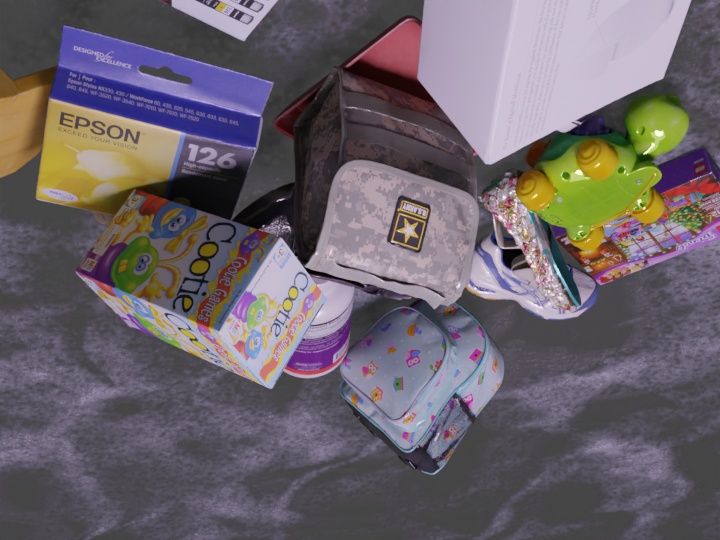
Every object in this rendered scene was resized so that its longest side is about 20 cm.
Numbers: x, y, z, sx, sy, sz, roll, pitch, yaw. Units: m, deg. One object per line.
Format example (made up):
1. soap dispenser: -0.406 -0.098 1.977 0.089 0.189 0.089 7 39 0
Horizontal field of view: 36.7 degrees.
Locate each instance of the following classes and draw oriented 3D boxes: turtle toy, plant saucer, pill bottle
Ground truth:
1. turtle toy: 0.259 -0.114 1.154 0.198 0.102 0.145 -27 140 30
2. plant saucer: 0.044 -0.168 1.110 0.199 0.037 0.198 -30 139 35
3. pill bottle: -0.064 0.041 1.342 0.110 0.114 0.201 -1 146 -5

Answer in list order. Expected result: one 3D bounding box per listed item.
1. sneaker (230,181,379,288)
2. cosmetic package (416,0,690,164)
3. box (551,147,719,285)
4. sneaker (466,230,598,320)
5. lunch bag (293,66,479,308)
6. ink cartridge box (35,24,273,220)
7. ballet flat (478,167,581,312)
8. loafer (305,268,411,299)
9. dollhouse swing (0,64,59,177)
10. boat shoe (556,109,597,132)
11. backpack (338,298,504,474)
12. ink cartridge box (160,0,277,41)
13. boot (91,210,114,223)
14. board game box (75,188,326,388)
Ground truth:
1. sneaker: -0.034 -0.033 1.120 0.197 0.115 0.077 -12 152 -23
2. cosmetic package: 0.161 -0.227 0.892 0.198 0.123 0.201 -27 151 -18
3. box: 0.347 -0.060 1.301 0.198 0.040 0.136 -24 142 27
4. sneaker: 0.224 0.004 1.353 0.197 0.076 0.088 10 143 -22
5. lunch bag: 0.025 -0.071 1.039 0.162 0.203 0.118 15 143 -25
6. ink cartridge box: -0.200 -0.121 1.031 0.194 0.048 0.201 13 144 -13
7. ballet flat: 0.196 -0.030 1.266 0.063 0.076 0.202 -19 117 20
8. loafer: 0.000 0.000 1.204 0.197 0.063 0.073 15 134 15
9. dollhouse swing: -0.397 -0.166 1.024 0.181 0.177 0.200 41 130 -9
10. boat shoe: 0.168 -0.194 1.047 0.198 0.075 0.068 25 142 -36
11. backpack: 0.084 0.132 1.420 0.200 0.175 0.154 -44 136 -11
12. ink cartridge box: -0.077 -0.290 0.869 0.174 0.085 0.200 20 139 -32
13. boot: -0.217 -0.114 1.134 0.153 0.074 0.201 1 149 -5
14. board game box: -0.150 0.013 1.013 0.198 0.106 0.103 18 156 35
